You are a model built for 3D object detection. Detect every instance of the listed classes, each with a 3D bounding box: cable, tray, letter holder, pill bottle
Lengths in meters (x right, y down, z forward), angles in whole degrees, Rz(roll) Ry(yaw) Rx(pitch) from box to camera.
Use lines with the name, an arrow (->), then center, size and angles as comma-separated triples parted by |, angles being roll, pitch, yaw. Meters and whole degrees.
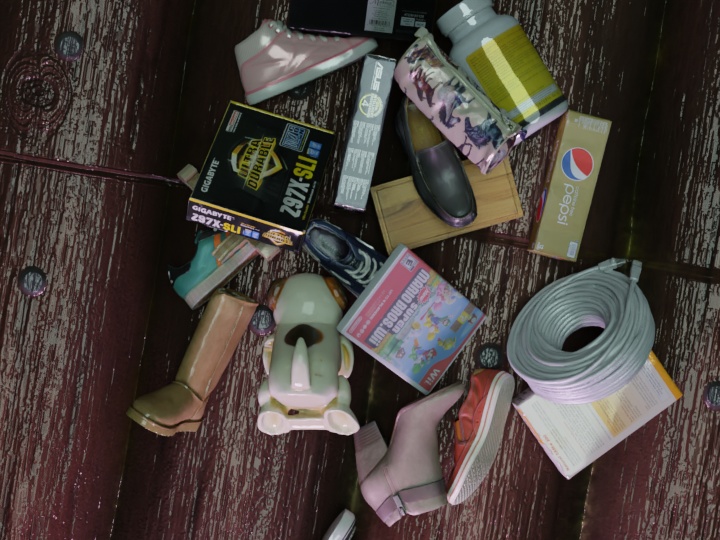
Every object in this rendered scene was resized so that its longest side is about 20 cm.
cable -> 0.297, 0.088, 1.610 | 0.198, 0.201, 0.069 | -16, 132, 26
tray -> 0.120, -0.096, 1.676 | 0.198, 0.037, 0.100 | -16, 91, 1
letter holder -> 0.003, -0.397, 1.649 | 0.198, 0.143, 0.101 | 5, 123, -3
pill bottle -> 0.190, -0.277, 1.636 | 0.111, 0.112, 0.201 | -32, 91, 0

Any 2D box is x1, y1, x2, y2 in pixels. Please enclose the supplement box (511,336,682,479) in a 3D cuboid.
supplement box -> 0.327, 0.178, 1.663 | 0.199, 0.074, 0.127 | -35, 91, 0

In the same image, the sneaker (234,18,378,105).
sneaker -> -0.082, -0.312, 1.651 | 0.198, 0.075, 0.106 | -21, 96, 4

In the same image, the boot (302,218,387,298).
boot -> 0.000, 0.000, 1.647 | 0.199, 0.090, 0.073 | 33, 90, -4

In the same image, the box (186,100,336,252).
box -> -0.131, -0.129, 1.609 | 0.158, 0.050, 0.201 | 18, 48, -3

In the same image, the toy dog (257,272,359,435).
toy dog -> -0.080, 0.101, 1.612 | 0.138, 0.194, 0.202 | -6, 57, 13

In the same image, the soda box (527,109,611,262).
soda box -> 0.290, -0.117, 1.661 | 0.063, 0.068, 0.202 | 15, 91, 0

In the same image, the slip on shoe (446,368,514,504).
slip on shoe -> 0.158, 0.231, 1.673 | 0.061, 0.074, 0.202 | 21, 97, 33

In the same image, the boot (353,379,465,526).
boot -> 0.084, 0.259, 1.655 | 0.199, 0.070, 0.147 | -29, 79, 17

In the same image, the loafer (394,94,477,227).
loafer -> 0.099, -0.151, 1.625 | 0.072, 0.072, 0.201 | -27, 70, -5

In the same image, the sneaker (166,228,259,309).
sneaker -> -0.184, -0.040, 1.657 | 0.200, 0.071, 0.080 | -42, 86, -5

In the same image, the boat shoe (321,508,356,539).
boat shoe -> -0.045, 0.431, 1.670 | 0.063, 0.071, 0.202 | 26, 99, 0

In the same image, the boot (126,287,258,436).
boot -> -0.227, 0.118, 1.616 | 0.066, 0.175, 0.202 | 27, 93, 14

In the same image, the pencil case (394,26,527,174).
pencil case -> 0.128, -0.226, 1.582 | 0.200, 0.078, 0.090 | 47, 130, 9

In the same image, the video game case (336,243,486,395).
video game case -> 0.073, 0.070, 1.628 | 0.200, 0.017, 0.143 | 38, 89, -39

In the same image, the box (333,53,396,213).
box -> 0.003, -0.180, 1.612 | 0.049, 0.161, 0.202 | 12, 90, -1

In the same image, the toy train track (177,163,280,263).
toy train track -> -0.184, -0.086, 1.630 | 0.115, 0.033, 0.200 | -42, 63, -13
